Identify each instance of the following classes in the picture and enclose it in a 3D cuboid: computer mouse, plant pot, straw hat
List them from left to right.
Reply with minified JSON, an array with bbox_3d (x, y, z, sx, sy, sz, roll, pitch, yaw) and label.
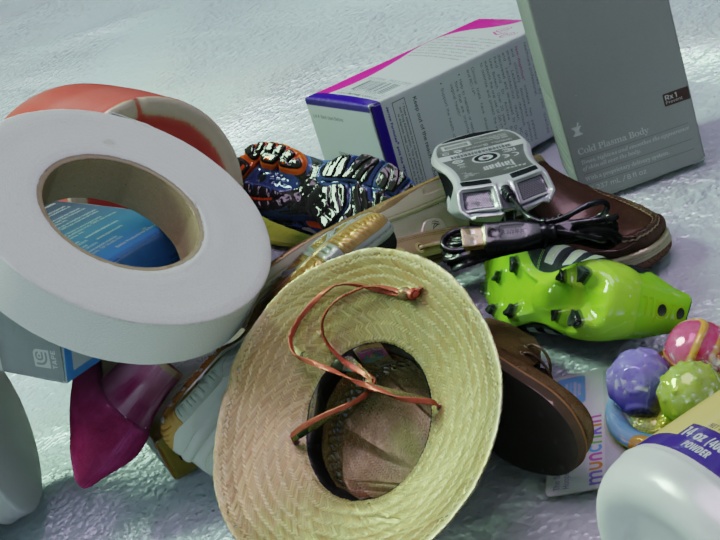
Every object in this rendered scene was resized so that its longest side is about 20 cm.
[{"bbox_3d":[-0.192,-0.060,1.044,0.200,0.201,0.177,-35,17,-25],"label":"plant pot"},{"bbox_3d":[0.014,0.093,0.756,0.200,0.085,0.202,-16,57,25],"label":"straw hat"},{"bbox_3d":[0.097,-0.047,0.868,0.109,0.044,0.200,-14,23,0],"label":"computer mouse"}]

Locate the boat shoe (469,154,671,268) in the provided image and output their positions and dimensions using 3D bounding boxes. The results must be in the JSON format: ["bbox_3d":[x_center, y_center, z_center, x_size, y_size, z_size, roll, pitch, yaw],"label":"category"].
[{"bbox_3d":[0.131,-0.045,0.948,0.202,0.075,0.075,8,39,45],"label":"boat shoe"}]

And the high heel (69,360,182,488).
[{"bbox_3d":[-0.188,0.082,0.907,0.096,0.067,0.200,-53,32,-7],"label":"high heel"}]

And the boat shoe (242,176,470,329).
[{"bbox_3d":[0.000,0.000,0.918,0.200,0.069,0.074,-28,-4,-22],"label":"boat shoe"}]

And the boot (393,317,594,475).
[{"bbox_3d":[0.091,0.063,0.782,0.075,0.074,0.200,-20,18,-19],"label":"boot"}]

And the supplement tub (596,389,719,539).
[{"bbox_3d":[0.217,0.095,0.547,0.200,0.146,0.145,-30,28,-15],"label":"supplement tub"}]

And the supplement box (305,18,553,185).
[{"bbox_3d":[0.070,-0.136,1.111,0.200,0.104,0.101,-29,25,-26],"label":"supplement box"}]

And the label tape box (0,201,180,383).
[{"bbox_3d":[-0.235,0.006,0.881,0.199,0.066,0.143,5,25,28],"label":"label tape box"}]

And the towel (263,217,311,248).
[{"bbox_3d":[-0.016,-0.043,1.121,0.200,0.018,0.086,10,40,47],"label":"towel"}]

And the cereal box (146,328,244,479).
[{"bbox_3d":[-0.116,0.066,0.968,0.144,0.040,0.200,-31,28,-15],"label":"cereal box"}]

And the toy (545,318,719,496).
[{"bbox_3d":[0.198,0.059,0.738,0.199,0.047,0.115,-13,26,17],"label":"toy"}]

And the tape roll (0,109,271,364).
[{"bbox_3d":[-0.154,-0.026,0.811,0.202,0.037,0.203,19,36,-14],"label":"tape roll"}]

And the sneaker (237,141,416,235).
[{"bbox_3d":[-0.013,-0.054,1.046,0.200,0.078,0.076,22,86,35],"label":"sneaker"}]

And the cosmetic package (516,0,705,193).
[{"bbox_3d":[0.187,-0.170,0.998,0.106,0.201,0.090,-20,26,6],"label":"cosmetic package"}]

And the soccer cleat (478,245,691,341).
[{"bbox_3d":[0.140,0.015,0.854,0.081,0.068,0.200,11,4,-19],"label":"soccer cleat"}]

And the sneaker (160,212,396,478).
[{"bbox_3d":[-0.036,0.054,0.835,0.200,0.088,0.076,-48,9,-1],"label":"sneaker"}]

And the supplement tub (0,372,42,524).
[{"bbox_3d":[-0.334,0.142,0.879,0.199,0.141,0.140,-21,27,2],"label":"supplement tub"}]
